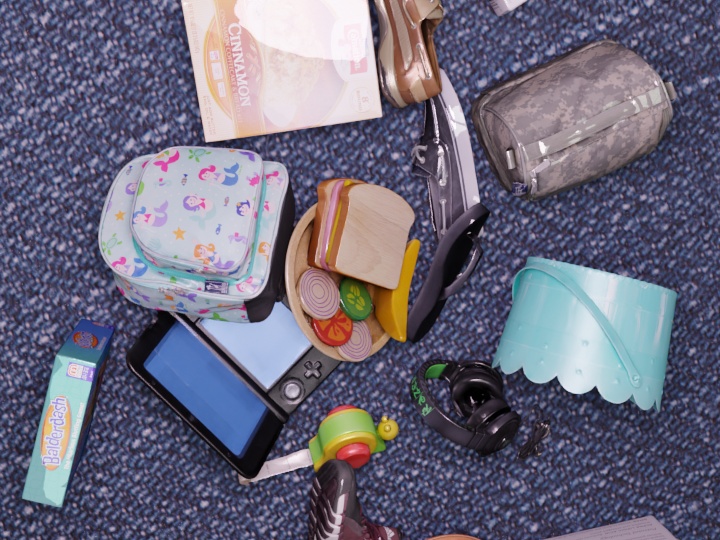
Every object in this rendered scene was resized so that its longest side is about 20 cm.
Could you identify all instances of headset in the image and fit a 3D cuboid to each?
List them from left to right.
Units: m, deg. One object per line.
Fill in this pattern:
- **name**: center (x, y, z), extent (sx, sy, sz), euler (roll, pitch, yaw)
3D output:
- **headset**: center (0.141, 0.174, 1.325), extent (0.198, 0.124, 0.095), euler (15, 122, -27)

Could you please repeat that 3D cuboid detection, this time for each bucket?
- **bucket**: center (0.258, 0.070, 1.280), extent (0.204, 0.207, 0.137), euler (14, 89, -9)

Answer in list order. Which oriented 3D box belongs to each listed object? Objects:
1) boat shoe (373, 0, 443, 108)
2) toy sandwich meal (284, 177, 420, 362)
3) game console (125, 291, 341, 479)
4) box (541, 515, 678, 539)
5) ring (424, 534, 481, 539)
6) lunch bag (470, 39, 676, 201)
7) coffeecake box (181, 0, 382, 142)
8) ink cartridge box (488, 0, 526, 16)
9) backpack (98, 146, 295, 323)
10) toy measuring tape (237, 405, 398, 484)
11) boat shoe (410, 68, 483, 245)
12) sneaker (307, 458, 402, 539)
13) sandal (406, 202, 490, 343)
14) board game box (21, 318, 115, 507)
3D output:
- **boat shoe**: center (0.058, -0.284, 1.247), extent (0.073, 0.076, 0.203), euler (-5, 91, 20)
- **toy sandwich meal**: center (0.000, 0.000, 1.258), extent (0.204, 0.070, 0.208), euler (6, 81, -43)
- **game console**: center (-0.134, 0.097, 1.270), extent (0.176, 0.116, 0.200), euler (-45, 101, 1)
- **box**: center (0.300, 0.431, 1.366), extent (0.197, 0.131, 0.202), euler (-10, 100, -6)
- **ring**: center (0.095, 0.413, 1.376), extent (0.198, 0.019, 0.203), euler (-5, 106, -18)
- **lunch bag**: center (0.234, -0.165, 1.255), extent (0.198, 0.168, 0.141), euler (-24, 100, -3)
- **coffeecake box**: center (-0.083, -0.235, 1.234), extent (0.197, 0.073, 0.156), euler (-8, 105, 1)
- **ink cartridge box**: center (0.205, -0.413, 1.284), extent (0.199, 0.057, 0.164), euler (-33, 101, -10)
- **backpack**: center (-0.182, -0.044, 1.212), extent (0.197, 0.151, 0.180), euler (6, 65, 10)
- **toy measuring tape**: center (-0.051, 0.204, 1.317), extent (0.197, 0.074, 0.075), euler (-13, 99, -6)
- **boat shoe**: center (0.090, -0.128, 1.295), extent (0.067, 0.072, 0.203), euler (-14, 107, -7)
- **sneaker**: center (0.000, 0.298, 1.327), extent (0.114, 0.076, 0.202), euler (-3, 127, -20)
- **sandal**: center (0.107, 0.006, 1.281), extent (0.043, 0.076, 0.202), euler (36, 129, 18)
- **board game box**: center (-0.312, 0.147, 1.211), extent (0.044, 0.200, 0.154), euler (14, 95, -9)
